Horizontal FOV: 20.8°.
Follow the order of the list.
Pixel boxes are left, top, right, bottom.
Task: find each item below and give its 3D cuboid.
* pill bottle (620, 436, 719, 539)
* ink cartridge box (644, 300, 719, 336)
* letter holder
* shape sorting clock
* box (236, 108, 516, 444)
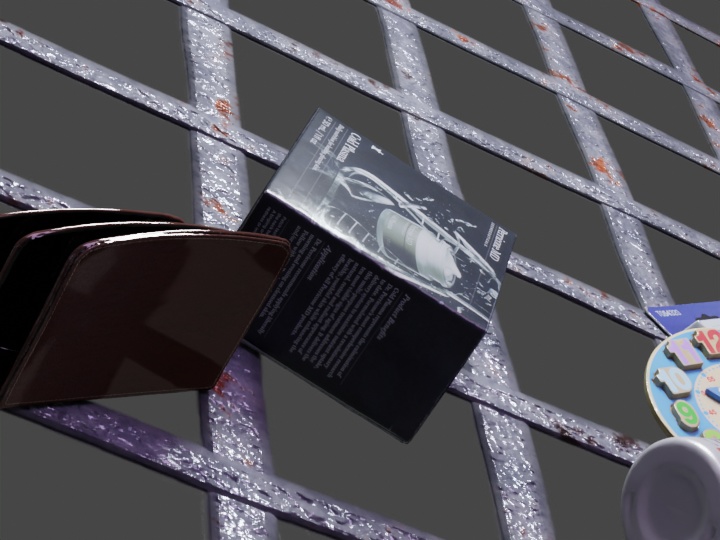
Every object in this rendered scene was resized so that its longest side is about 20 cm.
[{"bbox_3d":[0.309,0.191,1.559,0.199,0.112,0.112,7,35,-42],"label":"pill bottle"},{"bbox_3d":[0.403,0.085,1.939,0.196,0.043,0.200,-4,45,-51],"label":"ink cartridge box"},{"bbox_3d":[-0.163,0.001,1.311,0.199,0.142,0.101,-2,42,-50],"label":"letter holder"},{"bbox_3d":[0.351,0.122,1.768,0.199,0.039,0.200,11,37,-8],"label":"shape sorting clock"},{"bbox_3d":[0.000,0.000,1.530,0.196,0.124,0.200,33,25,-4],"label":"box"}]
